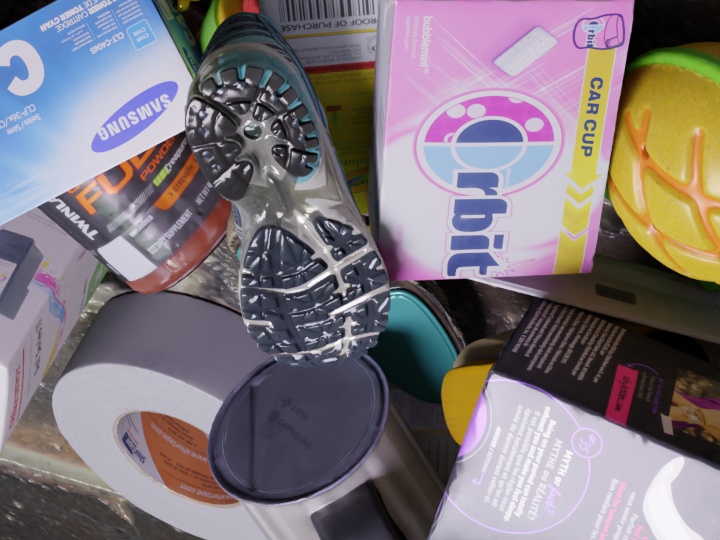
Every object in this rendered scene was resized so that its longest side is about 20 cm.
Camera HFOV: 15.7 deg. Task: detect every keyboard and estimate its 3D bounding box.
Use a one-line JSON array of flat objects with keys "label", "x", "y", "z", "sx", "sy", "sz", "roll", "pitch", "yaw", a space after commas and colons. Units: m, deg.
[{"label": "keyboard", "x": 0.133, "y": 0.010, "z": 1.372, "sx": 0.199, "sy": 0.056, "sz": 0.011, "roll": 14, "pitch": 122, "yaw": -3}]

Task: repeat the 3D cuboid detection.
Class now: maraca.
[{"label": "maraca", "x": 0.174, "y": -0.048, "z": 1.312, "sx": 0.137, "sy": 0.107, "sz": 0.200, "roll": 52, "pitch": 160, "yaw": -1}]

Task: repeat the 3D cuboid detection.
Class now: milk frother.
[{"label": "milk frother", "x": 0.047, "y": 0.130, "z": 1.545, "sx": 0.180, "sy": 0.200, "sz": 0.188, "roll": 35, "pitch": 164, "yaw": 45}]

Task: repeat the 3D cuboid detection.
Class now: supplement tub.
[{"label": "supplement tub", "x": -0.164, "y": -0.084, "z": 1.512, "sx": 0.200, "sy": 0.107, "sz": 0.107, "roll": 41, "pitch": 146, "yaw": -20}]

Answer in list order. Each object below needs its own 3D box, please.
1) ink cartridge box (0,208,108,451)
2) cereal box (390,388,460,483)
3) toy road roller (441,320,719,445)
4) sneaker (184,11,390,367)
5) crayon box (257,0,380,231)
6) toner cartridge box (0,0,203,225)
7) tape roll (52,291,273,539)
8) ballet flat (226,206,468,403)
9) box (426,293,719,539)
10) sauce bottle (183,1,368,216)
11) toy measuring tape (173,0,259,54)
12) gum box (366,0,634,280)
[{"label": "ink cartridge box", "x": -0.225, "y": 0.032, "z": 1.631, "sx": 0.067, "sy": 0.201, "sz": 0.117, "roll": 25, "pitch": 148, "yaw": 5}, {"label": "cereal box", "x": 0.038, "y": 0.131, "z": 1.657, "sx": 0.198, "sy": 0.040, "sz": 0.144, "roll": 3, "pitch": 140, "yaw": 2}, {"label": "toy road roller", "x": 0.154, "y": 0.101, "z": 1.461, "sx": 0.199, "sy": 0.123, "sz": 0.147, "roll": -3, "pitch": 98, "yaw": 43}, {"label": "sneaker", "x": -0.031, "y": -0.041, "z": 1.303, "sx": 0.077, "sy": 0.087, "sz": 0.201, "roll": -9, "pitch": 127, "yaw": 7}, {"label": "crayon box", "x": 0.014, "y": -0.101, "z": 1.345, "sx": 0.126, "sy": 0.051, "sz": 0.201, "roll": -4, "pitch": 136, "yaw": 0}, {"label": "toner cartridge box", "x": -0.181, "y": -0.086, "z": 1.425, "sx": 0.199, "sy": 0.043, "sz": 0.095, "roll": -27, "pitch": 97, "yaw": 15}, {"label": "tape roll", "x": -0.108, "y": 0.104, "z": 1.770, "sx": 0.199, "sy": 0.066, "sz": 0.201, "roll": 20, "pitch": 146, "yaw": 14}, {"label": "ballet flat", "x": 0.000, "y": 0.000, "z": 1.532, "sx": 0.068, "sy": 0.076, "sz": 0.200, "roll": -26, "pitch": 132, "yaw": 33}, {"label": "box", "x": 0.150, "y": 0.116, "z": 1.326, "sx": 0.199, "sy": 0.106, "sz": 0.123, "roll": 24, "pitch": 117, "yaw": 9}, {"label": "sauce bottle", "x": -0.031, "y": -0.075, "z": 1.462, "sx": 0.199, "sy": 0.066, "sz": 0.066, "roll": 32, "pitch": 148, "yaw": -2}, {"label": "toy measuring tape", "x": -0.019, "y": -0.106, "z": 1.406, "sx": 0.199, "sy": 0.074, "sz": 0.074, "roll": 31, "pitch": 148, "yaw": -4}, {"label": "gum box", "x": 0.064, "y": -0.079, "z": 1.285, "sx": 0.113, "sy": 0.066, "sz": 0.201, "roll": -1, "pitch": 137, "yaw": -4}]
